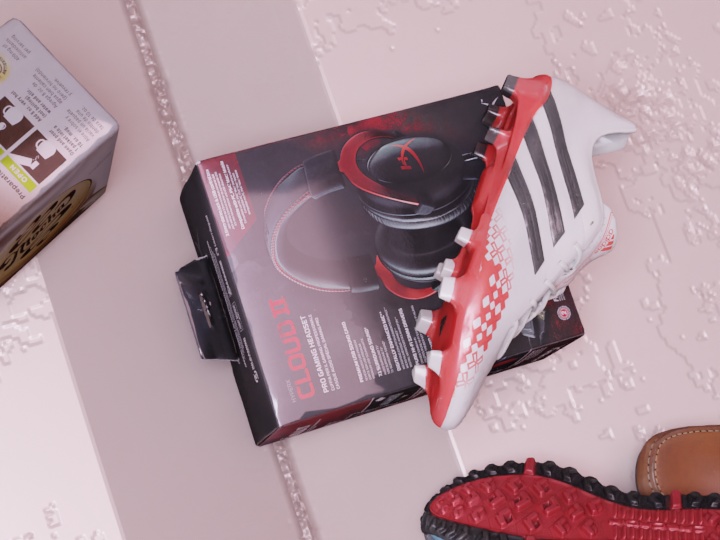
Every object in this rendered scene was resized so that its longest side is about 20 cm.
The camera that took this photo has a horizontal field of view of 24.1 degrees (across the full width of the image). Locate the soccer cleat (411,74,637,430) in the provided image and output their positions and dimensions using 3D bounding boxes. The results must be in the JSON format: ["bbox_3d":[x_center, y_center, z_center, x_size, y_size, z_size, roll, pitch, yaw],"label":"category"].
[{"bbox_3d":[0.086,-0.008,0.866,0.085,0.069,0.201,20,68,-4],"label":"soccer cleat"}]

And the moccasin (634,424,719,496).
[{"bbox_3d":[0.250,0.128,0.938,0.200,0.078,0.074,18,72,-8],"label":"moccasin"}]

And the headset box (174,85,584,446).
[{"bbox_3d":[0.000,0.000,0.917,0.199,0.075,0.150,-15,80,-16],"label":"headset box"}]

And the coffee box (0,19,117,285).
[{"bbox_3d":[-0.222,-0.018,0.844,0.080,0.113,0.200,45,70,2],"label":"coffee box"}]

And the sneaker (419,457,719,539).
[{"bbox_3d":[0.127,0.167,0.898,0.199,0.096,0.079,9,32,13],"label":"sneaker"}]
